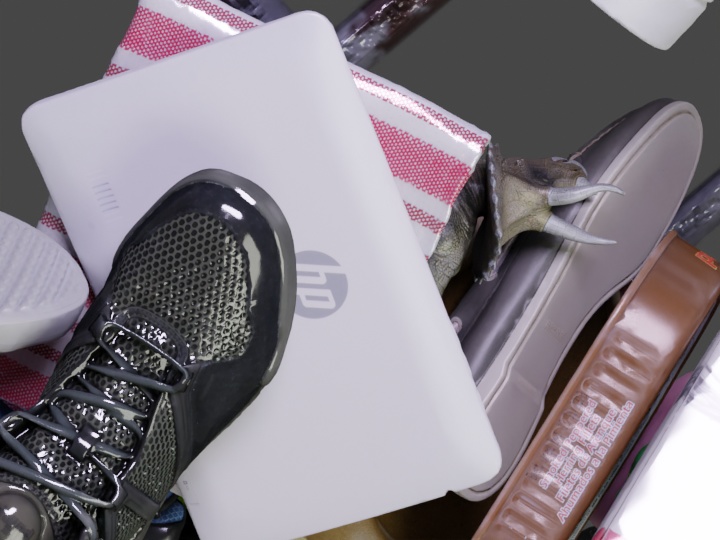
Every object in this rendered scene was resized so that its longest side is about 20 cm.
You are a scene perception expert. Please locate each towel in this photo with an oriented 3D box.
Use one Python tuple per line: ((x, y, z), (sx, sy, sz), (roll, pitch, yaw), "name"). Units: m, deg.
((-0.053, -0.004, 1.094), (0.146, 0.030, 0.201), (26, 114, -2), "towel")

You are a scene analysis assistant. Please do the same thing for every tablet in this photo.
((-0.037, 0.009, 1.074), (0.129, 0.014, 0.201), (-17, 109, 15), "tablet")

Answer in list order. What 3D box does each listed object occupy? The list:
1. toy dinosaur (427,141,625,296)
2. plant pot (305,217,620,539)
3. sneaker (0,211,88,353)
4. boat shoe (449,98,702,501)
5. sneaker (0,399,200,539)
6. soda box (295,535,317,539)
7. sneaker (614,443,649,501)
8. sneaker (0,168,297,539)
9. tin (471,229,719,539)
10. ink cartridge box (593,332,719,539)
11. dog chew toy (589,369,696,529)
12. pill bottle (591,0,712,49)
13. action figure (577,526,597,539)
((0.000, 0.000, 1.141), (0.200, 0.102, 0.077), (-43, 142, -2), "toy dinosaur")
((0.051, 0.054, 1.249), (0.199, 0.027, 0.201), (-22, 126, -34), "plant pot")
((-0.203, 0.020, 1.048), (0.199, 0.074, 0.082), (0, 137, -26), "sneaker")
((0.073, 0.003, 1.191), (0.201, 0.057, 0.067), (-57, 144, -13), "boat shoe")
((-0.116, 0.092, 1.162), (0.199, 0.089, 0.079), (-3, 131, -32), "sneaker")
((-0.015, 0.151, 1.318), (0.068, 0.064, 0.200), (-44, 140, 10), "soda box")
((0.132, 0.122, 1.278), (0.200, 0.074, 0.084), (-41, 126, -1), "sneaker")
((-0.093, 0.057, 1.034), (0.200, 0.076, 0.114), (-54, 178, 25), "sneaker")
((0.097, 0.076, 1.215), (0.201, 0.042, 0.112), (-58, 168, 2), "tin")
((0.154, 0.095, 1.150), (0.200, 0.083, 0.147), (-56, 171, -15), "ink cartridge box")
((0.191, 0.101, 1.383), (0.199, 0.125, 0.125), (6, 126, -31), "dog chew toy")
((0.154, -0.185, 1.067), (0.200, 0.112, 0.111), (-48, 140, 15), "pill bottle")
((0.100, 0.240, 1.453), (0.102, 0.119, 0.201), (19, 112, -16), "action figure")
